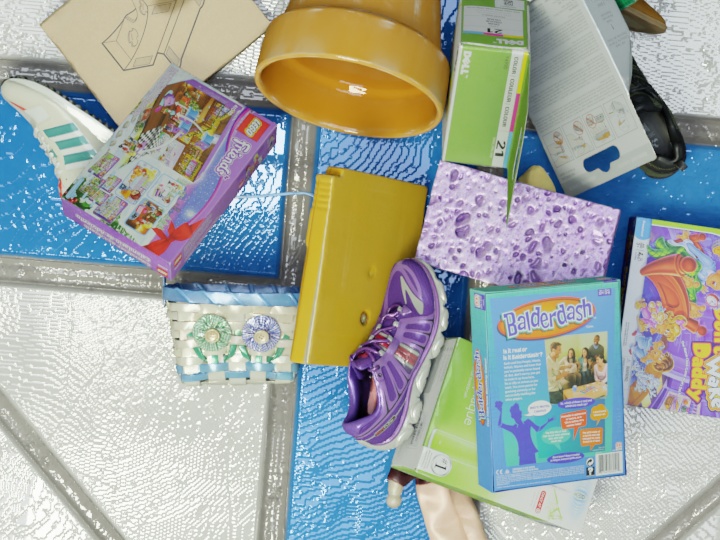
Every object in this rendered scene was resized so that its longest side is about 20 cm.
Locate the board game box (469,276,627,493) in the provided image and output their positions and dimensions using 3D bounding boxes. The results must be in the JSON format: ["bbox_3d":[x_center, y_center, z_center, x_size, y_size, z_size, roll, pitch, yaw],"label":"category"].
[{"bbox_3d":[0.190,0.113,1.607,0.150,0.045,0.203,-4,96,-17],"label":"board game box"}]

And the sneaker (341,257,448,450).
[{"bbox_3d":[0.031,0.082,1.638,0.083,0.080,0.203,21,77,-41],"label":"sneaker"}]

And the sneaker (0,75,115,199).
[{"bbox_3d":[-0.311,-0.125,1.696,0.199,0.070,0.094,33,84,-4],"label":"sneaker"}]

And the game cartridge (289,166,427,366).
[{"bbox_3d":[0.000,0.000,1.665,0.032,0.175,0.203,7,89,36],"label":"game cartridge"}]

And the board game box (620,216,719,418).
[{"bbox_3d":[0.345,0.051,1.725,0.133,0.045,0.203,8,90,-1],"label":"board game box"}]

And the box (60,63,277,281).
[{"bbox_3d":[-0.194,-0.104,1.640,0.136,0.039,0.201,30,63,11],"label":"box"}]

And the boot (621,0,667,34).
[{"bbox_3d":[0.262,-0.354,1.711,0.199,0.071,0.145,25,82,-7],"label":"boot"}]

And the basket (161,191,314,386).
[{"bbox_3d":[-0.122,0.018,1.667,0.174,0.139,0.203,-2,88,-1],"label":"basket"}]

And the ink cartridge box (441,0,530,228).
[{"bbox_3d":[0.126,-0.165,1.614,0.075,0.201,0.149,7,131,0],"label":"ink cartridge box"}]

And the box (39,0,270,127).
[{"bbox_3d":[-0.221,-0.265,1.722,0.199,0.021,0.164,-39,91,0],"label":"box"}]

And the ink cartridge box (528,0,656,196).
[{"bbox_3d":[0.230,-0.194,1.664,0.057,0.162,0.201,-31,93,-30],"label":"ink cartridge box"}]

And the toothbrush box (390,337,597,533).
[{"bbox_3d":[0.152,0.172,1.672,0.198,0.086,0.147,23,81,-17],"label":"toothbrush box"}]

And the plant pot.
[{"bbox_3d":[0.005,-0.262,1.655,0.198,0.200,0.185,12,74,-1],"label":"plant pot"}]

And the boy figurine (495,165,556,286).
[{"bbox_3d":[0.174,-0.010,1.712,0.123,0.064,0.203,1,88,13],"label":"boy figurine"}]

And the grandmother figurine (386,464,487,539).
[{"bbox_3d":[0.079,0.223,1.718,0.120,0.060,0.202,-16,88,-29],"label":"grandmother figurine"}]

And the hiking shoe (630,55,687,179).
[{"bbox_3d":[0.284,-0.188,1.694,0.076,0.101,0.200,-41,91,-1],"label":"hiking shoe"}]

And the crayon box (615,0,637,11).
[{"bbox_3d":[0.292,-0.367,1.668,0.200,0.058,0.119,-42,98,-30],"label":"crayon box"}]

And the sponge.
[{"bbox_3d":[0.164,-0.035,1.667,0.198,0.030,0.113,16,93,9],"label":"sponge"}]
